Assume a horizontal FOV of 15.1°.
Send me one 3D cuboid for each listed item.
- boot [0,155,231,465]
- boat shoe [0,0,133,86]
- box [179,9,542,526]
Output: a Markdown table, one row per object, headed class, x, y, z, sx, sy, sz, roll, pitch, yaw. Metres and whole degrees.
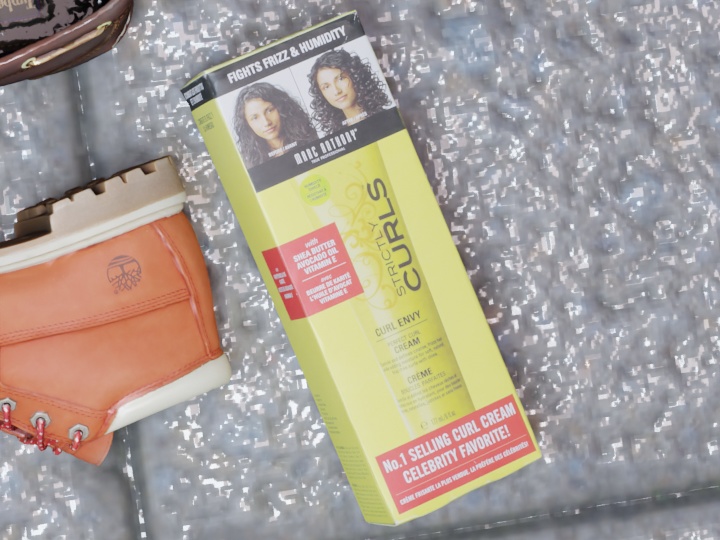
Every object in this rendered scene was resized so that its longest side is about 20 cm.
| class | x | y | z | sx | sy | sz | roll | pitch | yaw |
| --- | --- | --- | --- | --- | --- | --- | --- | --- | --- |
| boot | -0.147 | 0.039 | 1.073 | 0.200 | 0.075 | 0.108 | -22 | 98 | -15 |
| boat shoe | -0.187 | -0.096 | 1.069 | 0.199 | 0.070 | 0.071 | -17 | 93 | -13 |
| box | 0.000 | 0.000 | 1.120 | 0.075 | 0.050 | 0.200 | -23 | 93 | -14 |
